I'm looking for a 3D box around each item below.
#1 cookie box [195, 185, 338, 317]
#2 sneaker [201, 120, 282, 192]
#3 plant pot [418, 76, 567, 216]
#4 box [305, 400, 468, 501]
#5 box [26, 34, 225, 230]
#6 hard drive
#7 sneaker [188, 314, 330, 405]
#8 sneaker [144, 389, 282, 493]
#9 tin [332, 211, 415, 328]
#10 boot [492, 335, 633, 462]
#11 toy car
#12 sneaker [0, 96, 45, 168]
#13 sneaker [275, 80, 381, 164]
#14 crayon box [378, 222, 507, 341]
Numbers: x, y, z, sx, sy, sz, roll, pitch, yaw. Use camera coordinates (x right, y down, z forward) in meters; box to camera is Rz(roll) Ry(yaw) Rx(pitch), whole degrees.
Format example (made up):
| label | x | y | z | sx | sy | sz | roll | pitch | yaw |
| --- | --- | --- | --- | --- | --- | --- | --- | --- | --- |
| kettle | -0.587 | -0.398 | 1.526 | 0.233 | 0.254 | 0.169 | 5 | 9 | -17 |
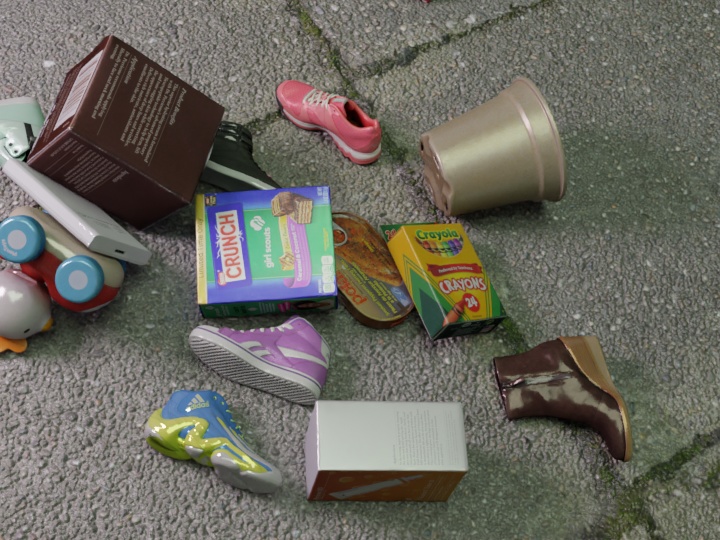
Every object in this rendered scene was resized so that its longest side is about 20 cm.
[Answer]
| label | x | y | z | sx | sy | sz | roll | pitch | yaw |
| --- | --- | --- | --- | --- | --- | --- | --- | --- | --- |
| cookie box | -0.136 | -0.026 | 1.609 | 0.197 | 0.075 | 0.174 | -4 | 70 | -2 |
| sneaker | -0.170 | -0.164 | 1.708 | 0.198 | 0.071 | 0.100 | 26 | 64 | 9 |
| plant pot | 0.195 | -0.175 | 1.733 | 0.181 | 0.201 | 0.202 | -19 | 65 | -7 |
| box | 0.031 | 0.241 | 1.489 | 0.197 | 0.125 | 0.099 | 2 | 61 | -9 |
| box | -0.331 | -0.190 | 1.586 | 0.199 | 0.163 | 0.168 | 32 | 60 | -27 |
| hard drive | -0.396 | -0.082 | 1.569 | 0.199 | 0.132 | 0.026 | 37 | 96 | 26 |
| sneaker | -0.137 | 0.103 | 1.572 | 0.198 | 0.073 | 0.115 | 25 | 55 | -9 |
| sneaker | -0.183 | 0.216 | 1.491 | 0.198 | 0.076 | 0.106 | 23 | 59 | 3 |
| tin | 0.000 | 0.000 | 1.670 | 0.111 | 0.042 | 0.200 | -32 | 72 | -29 |
| boot | 0.291 | 0.197 | 1.612 | 0.164 | 0.073 | 0.202 | -14 | 65 | -5 |
| toy car | -0.438 | 0.035 | 1.520 | 0.176 | 0.184 | 0.201 | 33 | 95 | -5 |
| sneaker | -0.555 | -0.186 | 1.642 | 0.198 | 0.074 | 0.119 | -16 | 59 | -21 |
| sneaker | -0.044 | -0.256 | 1.776 | 0.199 | 0.087 | 0.074 | 33 | 59 | 9 |
| crayon box | 0.121 | 0.000 | 1.661 | 0.126 | 0.051 | 0.202 | -5 | 60 | -39 |
